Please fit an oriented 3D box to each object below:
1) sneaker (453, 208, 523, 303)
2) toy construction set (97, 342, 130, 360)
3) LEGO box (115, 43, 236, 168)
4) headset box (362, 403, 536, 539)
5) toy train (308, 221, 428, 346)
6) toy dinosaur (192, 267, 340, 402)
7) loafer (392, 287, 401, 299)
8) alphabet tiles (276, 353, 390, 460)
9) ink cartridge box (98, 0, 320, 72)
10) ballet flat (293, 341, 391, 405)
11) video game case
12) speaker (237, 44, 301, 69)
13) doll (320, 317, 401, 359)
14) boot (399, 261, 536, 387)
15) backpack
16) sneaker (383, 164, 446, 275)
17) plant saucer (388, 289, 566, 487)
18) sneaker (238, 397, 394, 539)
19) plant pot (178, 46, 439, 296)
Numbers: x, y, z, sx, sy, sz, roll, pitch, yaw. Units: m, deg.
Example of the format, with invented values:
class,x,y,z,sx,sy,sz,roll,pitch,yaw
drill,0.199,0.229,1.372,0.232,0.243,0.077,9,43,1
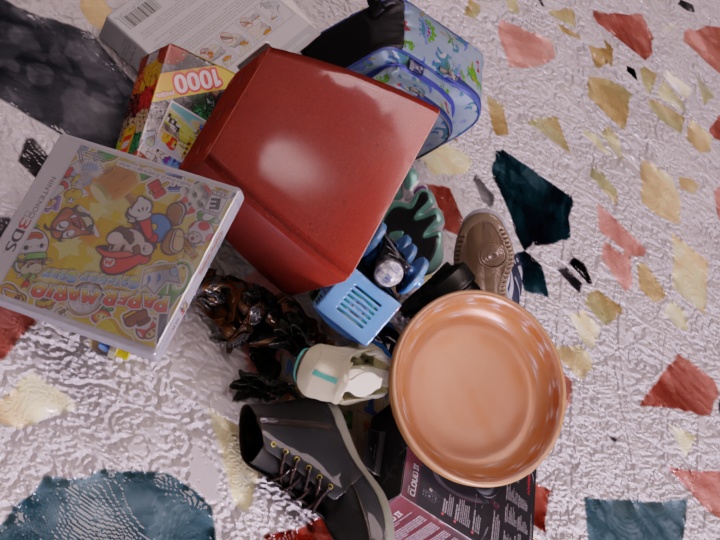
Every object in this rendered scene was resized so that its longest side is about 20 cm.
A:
class,x,y,z,sx,sy,sz,roll,pitch,yaw
sneaker,0.152,-0.013,1.896,0.109,0.070,0.200,-80,163,-50
toy construction set,-0.209,-0.019,1.581,0.092,0.131,0.200,19,40,-12
LEGO box,-0.154,-0.131,1.722,0.200,0.077,0.149,22,72,-28
headset box,0.084,0.227,1.664,0.200,0.075,0.149,34,38,-22
toy train,0.000,0.000,1.670,0.087,0.114,0.200,40,5,-15
toy dinosaur,-0.087,0.057,1.658,0.200,0.102,0.136,6,33,-15
loafer,-0.011,-0.041,1.787,0.200,0.072,0.063,61,7,-9
alphabet tiles,-0.018,0.169,1.685,0.166,0.006,0.200,27,42,-24
ink cartridge box,-0.170,-0.273,1.855,0.174,0.044,0.200,42,53,4
ballet flat,-0.003,0.106,1.606,0.070,0.069,0.200,56,17,12
video game case,-0.234,-0.026,1.494,0.200,0.023,0.182,18,67,18
speaker,-0.072,-0.171,1.882,0.081,0.081,0.200,-2,59,-44
doll,0.042,0.099,1.762,0.200,0.048,0.136,38,15,-7
boot,0.123,0.075,1.786,0.158,0.079,0.211,50,-5,-4
backpack,0.046,-0.217,1.957,0.200,0.183,0.147,22,57,-37
sneaker,0.066,-0.062,1.898,0.140,0.078,0.200,48,20,-59
plant saucer,0.116,0.121,1.636,0.200,0.037,0.201,6,77,-24
sneaker,-0.048,0.213,1.562,0.106,0.075,0.200,2,46,-38
plant pot,-0.069,-0.111,1.618,0.176,0.200,0.200,33,75,-14
